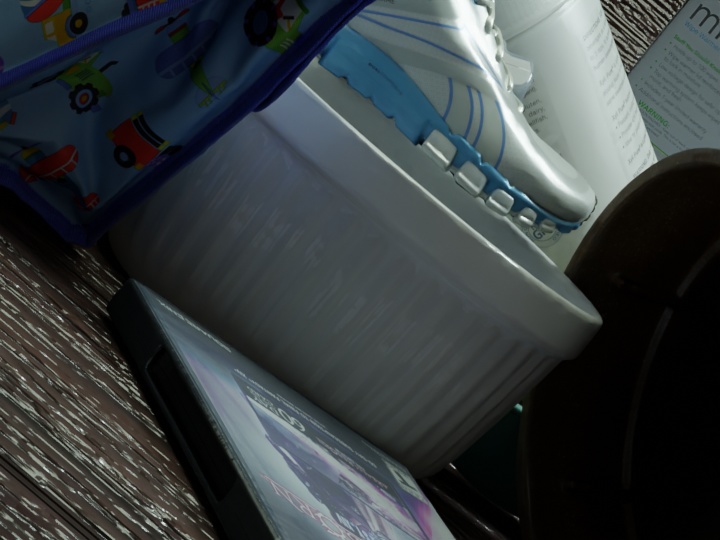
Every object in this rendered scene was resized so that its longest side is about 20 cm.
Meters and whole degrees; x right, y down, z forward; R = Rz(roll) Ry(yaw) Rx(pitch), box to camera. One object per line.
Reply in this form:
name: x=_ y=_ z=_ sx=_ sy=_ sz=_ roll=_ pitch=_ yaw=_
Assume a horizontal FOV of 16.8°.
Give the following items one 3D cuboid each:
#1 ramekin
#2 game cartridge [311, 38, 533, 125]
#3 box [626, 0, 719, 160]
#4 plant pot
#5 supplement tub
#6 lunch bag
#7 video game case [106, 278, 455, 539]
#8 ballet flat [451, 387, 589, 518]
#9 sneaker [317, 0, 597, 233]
ramekin: x=-0.010 y=-0.006 z=0.986 sx=0.200 sy=0.105 sz=0.200 roll=40 pitch=6 yaw=-5
game cartridge: x=-0.036 y=-0.079 z=1.105 sx=0.198 sy=0.134 sz=0.042 roll=17 pitch=48 yaw=-8
box: x=0.215 y=-0.027 z=1.336 sx=0.200 sy=0.177 sz=0.097 roll=40 pitch=5 yaw=17
plant pot: x=0.197 y=0.072 z=1.002 sx=0.197 sy=0.202 sz=0.200 roll=16 pitch=17 yaw=-25
supplement tub: x=0.079 y=-0.060 z=1.224 sx=0.132 sy=0.131 sz=0.201 roll=-122 pitch=-171 yaw=-68
lunch bag: x=-0.062 y=-0.128 z=0.884 sx=0.094 sy=0.199 sz=0.151 roll=34 pitch=40 yaw=-36
video game case: x=-0.006 y=0.084 z=0.810 sx=0.143 sy=0.019 sz=0.200 roll=37 pitch=7 yaw=-30
ballet flat: x=0.106 y=0.095 z=1.105 sx=0.200 sy=0.067 sz=0.067 roll=43 pitch=45 yaw=-13
sneaker: x=0.035 y=-0.095 z=1.004 sx=0.200 sy=0.087 sz=0.075 roll=39 pitch=5 yaw=-21
